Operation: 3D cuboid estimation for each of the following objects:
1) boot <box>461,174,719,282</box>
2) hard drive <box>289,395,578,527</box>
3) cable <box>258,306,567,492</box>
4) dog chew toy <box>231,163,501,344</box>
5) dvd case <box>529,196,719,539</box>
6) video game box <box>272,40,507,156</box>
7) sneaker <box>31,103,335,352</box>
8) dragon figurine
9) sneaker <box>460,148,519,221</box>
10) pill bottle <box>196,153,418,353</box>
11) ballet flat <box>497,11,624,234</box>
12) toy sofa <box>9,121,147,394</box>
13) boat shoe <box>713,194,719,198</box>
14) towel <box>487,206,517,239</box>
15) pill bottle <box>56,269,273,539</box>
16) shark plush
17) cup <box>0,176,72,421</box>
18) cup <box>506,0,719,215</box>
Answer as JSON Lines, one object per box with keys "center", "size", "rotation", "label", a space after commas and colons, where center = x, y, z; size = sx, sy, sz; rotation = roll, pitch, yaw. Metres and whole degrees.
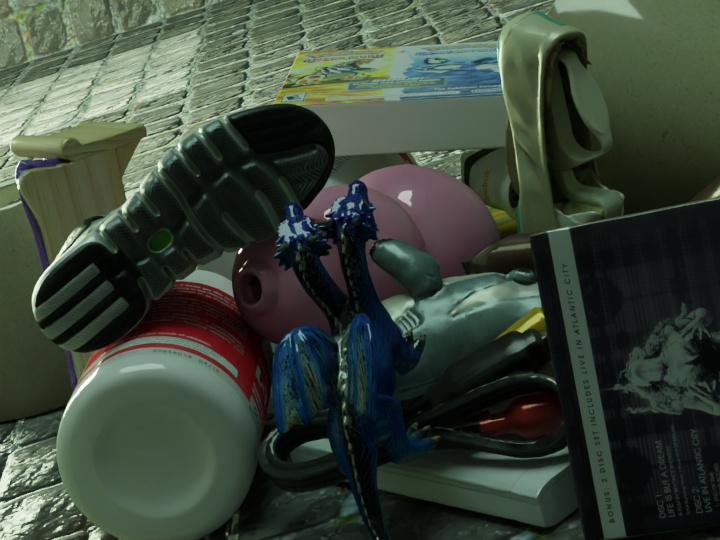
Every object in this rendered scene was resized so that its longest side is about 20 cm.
{"center": [0.149, -0.020, 0.934], "size": [0.199, 0.187, 0.065], "rotation": [-5, 56, 11], "label": "boot"}
{"center": [0.070, 0.086, 0.918], "size": [0.132, 0.026, 0.199], "rotation": [-31, 22, -35], "label": "hard drive"}
{"center": [0.045, 0.085, 0.867], "size": [0.199, 0.050, 0.097], "rotation": [-29, 45, 11], "label": "cable"}
{"center": [0.000, 0.000, 1.026], "size": [0.124, 0.125, 0.199], "rotation": [-2, 6, 40], "label": "dog chew toy"}
{"center": [0.187, 0.038, 0.755], "size": [0.199, 0.150, 0.016], "rotation": [-11, -2, 18], "label": "dvd case"}
{"center": [0.042, -0.130, 1.230], "size": [0.199, 0.047, 0.182], "rotation": [-3, 17, 5], "label": "video game box"}
{"center": [-0.113, -0.034, 0.971], "size": [0.200, 0.075, 0.115], "rotation": [-35, 15, -11], "label": "sneaker"}
{"center": [-0.007, 0.057, 0.815], "size": [0.059, 0.099, 0.201], "rotation": [-12, 60, 23], "label": "dragon figurine"}
{"center": [0.158, -0.092, 1.240], "size": [0.199, 0.074, 0.080], "rotation": [-17, 24, -37], "label": "sneaker"}
{"center": [-0.035, -0.025, 1.203], "size": [0.113, 0.114, 0.200], "rotation": [-8, 19, 26], "label": "pill bottle"}
{"center": [0.127, -0.059, 1.009], "size": [0.069, 0.201, 0.070], "rotation": [-12, 19, 4], "label": "ballet flat"}
{"center": [-0.183, 0.003, 1.118], "size": [0.097, 0.201, 0.083], "rotation": [-22, 18, -31], "label": "toy sofa"}
{"center": [0.192, -0.007, 0.810], "size": [0.199, 0.070, 0.071], "rotation": [-33, 46, 12], "label": "boat shoe"}
{"center": [0.107, -0.013, 1.196], "size": [0.086, 0.018, 0.200], "rotation": [-18, 18, 11], "label": "towel"}
{"center": [-0.110, 0.071, 0.987], "size": [0.112, 0.113, 0.200], "rotation": [-15, 18, 6], "label": "pill bottle"}
{"center": [0.080, 0.051, 0.926], "size": [0.199, 0.091, 0.084], "rotation": [8, 44, 10], "label": "shark plush"}
{"center": [-0.249, 0.007, 1.261], "size": [0.199, 0.144, 0.200], "rotation": [-16, 18, 5], "label": "cup"}
{"center": [0.214, -0.103, 1.094], "size": [0.143, 0.201, 0.200], "rotation": [31, 46, 35], "label": "cup"}
